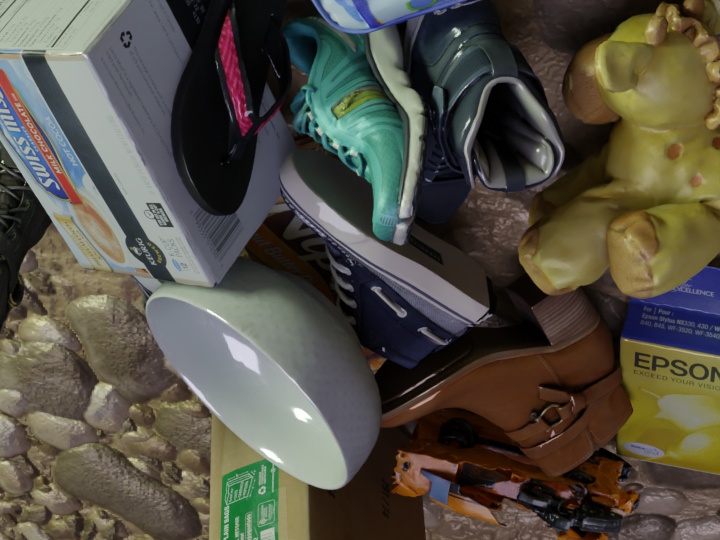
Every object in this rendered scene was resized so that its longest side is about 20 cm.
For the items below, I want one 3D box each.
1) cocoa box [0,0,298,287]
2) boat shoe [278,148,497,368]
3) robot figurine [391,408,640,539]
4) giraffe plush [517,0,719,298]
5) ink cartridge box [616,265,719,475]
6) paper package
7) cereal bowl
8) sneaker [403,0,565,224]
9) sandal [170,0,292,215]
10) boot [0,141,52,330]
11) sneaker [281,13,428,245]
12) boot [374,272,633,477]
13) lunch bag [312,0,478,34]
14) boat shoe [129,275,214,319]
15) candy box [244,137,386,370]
[{"bbox_3d":[-0.152,-0.108,1.005,0.130,0.134,0.201,6,138,34],"label":"cocoa box"},{"bbox_3d":[0.000,0.000,1.067,0.199,0.075,0.093,35,119,-26],"label":"boat shoe"},{"bbox_3d":[0.131,0.171,1.241,0.198,0.145,0.059,16,113,10],"label":"robot figurine"},{"bbox_3d":[0.190,-0.092,0.984,0.198,0.173,0.163,-9,115,23],"label":"giraffe plush"},{"bbox_3d":[0.301,0.088,1.176,0.196,0.047,0.201,10,139,19],"label":"ink cartridge box"},{"bbox_3d":[-0.033,0.204,1.233,0.103,0.201,0.190,-25,137,25],"label":"paper package"},{"bbox_3d":[-0.058,0.062,1.093,0.199,0.083,0.201,36,156,19],"label":"cereal bowl"},{"bbox_3d":[0.071,-0.076,1.005,0.076,0.147,0.204,-12,137,-15],"label":"sneaker"},{"bbox_3d":[-0.072,-0.135,0.956,0.045,0.202,0.075,10,177,35],"label":"sandal"},{"bbox_3d":[-0.255,-0.038,1.079,0.068,0.175,0.201,11,134,-1],"label":"boot"},{"bbox_3d":[-0.005,-0.093,0.968,0.079,0.201,0.078,-4,138,-15],"label":"sneaker"},{"bbox_3d":[0.110,0.101,1.163,0.199,0.077,0.156,-35,121,-7],"label":"boot"},{"bbox_3d":[0.009,-0.247,0.904,0.159,0.083,0.201,-14,127,23],"label":"lunch bag"},{"bbox_3d":[-0.140,0.024,1.193,0.063,0.071,0.200,-28,125,30],"label":"boat shoe"},{"bbox_3d":[-0.014,-0.009,1.150,0.114,0.056,0.201,-14,129,17],"label":"candy box"}]
